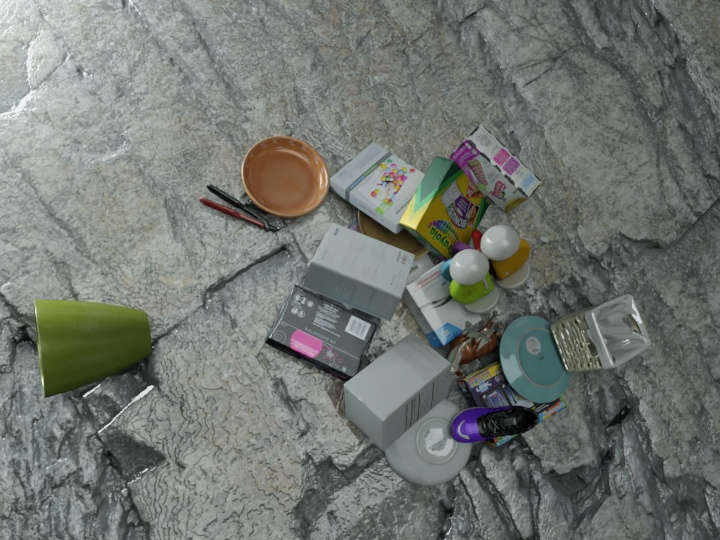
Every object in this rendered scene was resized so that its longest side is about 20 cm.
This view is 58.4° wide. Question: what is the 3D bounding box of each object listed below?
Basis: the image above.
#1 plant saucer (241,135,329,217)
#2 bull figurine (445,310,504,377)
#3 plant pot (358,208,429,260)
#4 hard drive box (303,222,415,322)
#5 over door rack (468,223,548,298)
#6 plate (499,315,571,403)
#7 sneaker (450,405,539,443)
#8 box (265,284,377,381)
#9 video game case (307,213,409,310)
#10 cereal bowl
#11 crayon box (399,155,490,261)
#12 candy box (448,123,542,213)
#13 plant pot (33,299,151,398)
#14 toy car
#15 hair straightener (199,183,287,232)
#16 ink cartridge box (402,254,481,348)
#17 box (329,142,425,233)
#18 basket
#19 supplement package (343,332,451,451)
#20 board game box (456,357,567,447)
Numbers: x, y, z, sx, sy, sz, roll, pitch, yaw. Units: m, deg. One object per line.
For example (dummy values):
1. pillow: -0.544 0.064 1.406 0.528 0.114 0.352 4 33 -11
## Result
1. plant saucer: -0.170 -0.208 1.457 0.199 0.037 0.201 6 69 -16
2. bull figurine: 0.247 0.163 1.422 0.065 0.122 0.200 42 34 22
3. plant pot: 0.085 -0.111 1.497 0.199 0.027 0.201 7 70 -19
4. hard drive box: 0.000 0.000 1.376 0.199 0.077 0.156 23 40 1
5. over door rack: 0.322 -0.024 1.515 0.199 0.067 0.148 15 75 12
6. plate: 0.405 0.198 1.460 0.199 0.026 0.201 7 71 -21
7. sneaker: 0.290 0.320 1.364 0.199 0.099 0.070 -6 81 -21
8. box: -0.085 0.135 1.380 0.200 0.115 0.132 26 73 -7
9. video game case: -0.003 -0.027 1.479 0.200 0.018 0.143 -43 90 -17
10. cereal bowl: 0.155 0.369 1.402 0.199 0.083 0.201 2 79 -12
11. crayon box: 0.193 -0.129 1.442 0.200 0.058 0.173 35 81 -48
12. candy box: 0.315 -0.238 1.529 0.200 0.136 0.061 42 75 -1
13. plant pot: -0.523 0.138 1.267 0.199 0.187 0.188 -7 80 -28
14. toy car: 0.263 -0.018 1.407 0.200 0.175 0.150 -38 48 -4
15. hair straightener: -0.252 -0.147 1.437 0.199 0.041 0.077 23 76 -7
16. ink cartridge box: 0.169 0.062 1.473 0.116 0.067 0.200 -32 87 -16
17. box: 0.054 -0.190 1.463 0.200 0.041 0.156 37 64 21
18. basket: 0.549 0.147 1.477 0.200 0.123 0.136 -13 81 -41
19. supplement package: 0.078 0.251 1.350 0.200 0.120 0.121 -33 53 -28
20. board game box: 0.345 0.282 1.474 0.200 0.057 0.166 -24 83 -16
